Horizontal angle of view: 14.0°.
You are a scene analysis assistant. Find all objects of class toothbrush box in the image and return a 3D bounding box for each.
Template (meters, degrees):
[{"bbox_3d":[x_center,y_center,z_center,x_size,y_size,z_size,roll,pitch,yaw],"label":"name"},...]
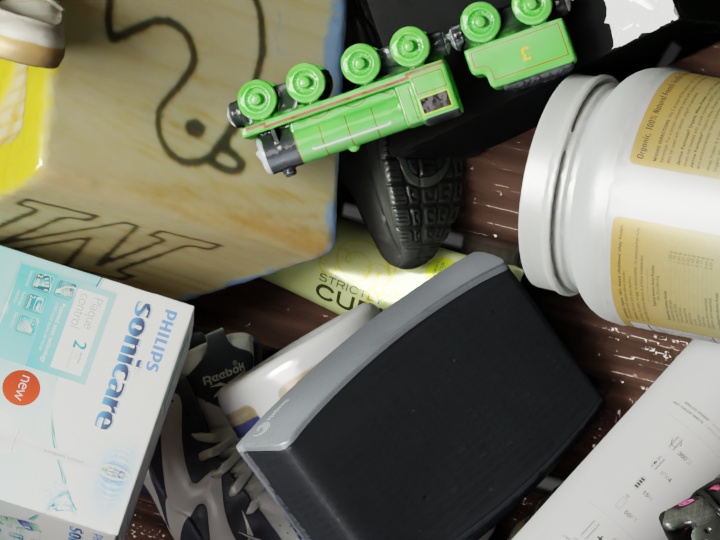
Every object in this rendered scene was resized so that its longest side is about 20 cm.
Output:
[{"bbox_3d":[-0.210,0.069,1.647,0.200,0.085,0.146,19,66,-1],"label":"toothbrush box"}]

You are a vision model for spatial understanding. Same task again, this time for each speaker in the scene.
[{"bbox_3d":[0.154,0.129,1.613,0.081,0.081,0.200,37,75,23],"label":"speaker"}]

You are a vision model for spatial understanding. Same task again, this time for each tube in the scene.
[{"bbox_3d":[0.000,0.000,1.769,0.200,0.052,0.058,23,137,23],"label":"tube"}]

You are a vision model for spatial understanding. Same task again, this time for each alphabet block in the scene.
[{"bbox_3d":[-0.144,-0.101,1.705,0.196,0.200,0.195,-20,63,51],"label":"alphabet block"}]

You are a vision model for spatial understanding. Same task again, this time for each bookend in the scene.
[{"bbox_3d":[0.088,-0.192,1.684,0.200,0.092,0.199,-26,78,29],"label":"bookend"}]

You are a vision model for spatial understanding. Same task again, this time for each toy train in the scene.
[{"bbox_3d":[0.025,-0.104,1.612,0.200,0.042,0.056,-19,89,8],"label":"toy train"}]

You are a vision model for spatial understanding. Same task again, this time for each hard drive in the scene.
[{"bbox_3d":[0.042,0.088,1.649,0.135,0.200,0.042,54,151,-4],"label":"hard drive"}]

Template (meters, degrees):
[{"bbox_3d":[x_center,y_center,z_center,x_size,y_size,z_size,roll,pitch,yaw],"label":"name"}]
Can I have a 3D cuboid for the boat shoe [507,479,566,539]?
[{"bbox_3d":[0.167,0.195,1.659,0.200,0.074,0.073,41,125,21],"label":"boat shoe"}]

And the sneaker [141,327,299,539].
[{"bbox_3d":[-0.078,0.104,1.782,0.199,0.079,0.130,39,133,33],"label":"sneaker"}]

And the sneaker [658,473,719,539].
[{"bbox_3d":[0.205,0.131,1.548,0.084,0.077,0.200,26,64,9],"label":"sneaker"}]

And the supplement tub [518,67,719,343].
[{"bbox_3d":[0.199,-0.031,1.588,0.200,0.144,0.144,12,98,22],"label":"supplement tub"}]

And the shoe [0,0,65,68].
[{"bbox_3d":[-0.207,-0.161,1.575,0.200,0.070,0.053,44,123,55],"label":"shoe"}]

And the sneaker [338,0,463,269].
[{"bbox_3d":[-0.001,-0.090,1.758,0.091,0.076,0.200,-27,69,35],"label":"sneaker"}]

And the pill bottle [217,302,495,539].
[{"bbox_3d":[0.011,0.129,1.721,0.111,0.111,0.200,-30,92,27],"label":"pill bottle"}]
